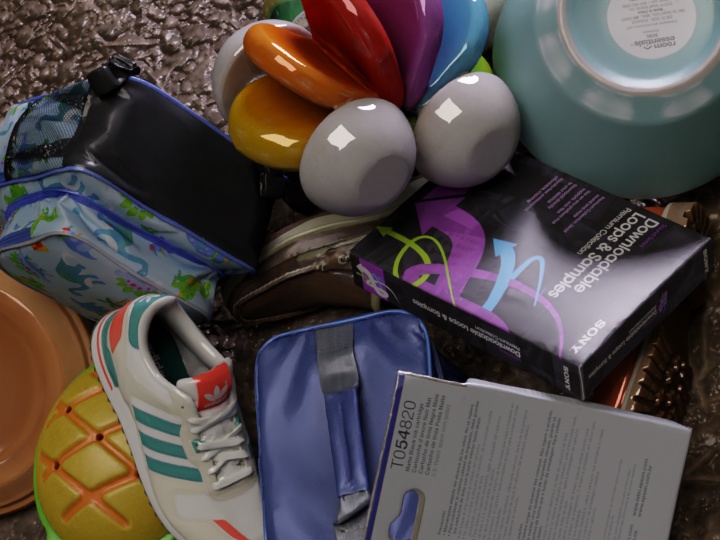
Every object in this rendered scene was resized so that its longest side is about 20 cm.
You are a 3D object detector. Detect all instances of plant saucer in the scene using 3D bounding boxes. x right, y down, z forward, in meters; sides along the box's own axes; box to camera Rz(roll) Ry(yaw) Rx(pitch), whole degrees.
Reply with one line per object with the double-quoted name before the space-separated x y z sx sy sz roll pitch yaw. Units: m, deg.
"plant saucer" -0.289 0.084 1.643 0.199 0.037 0.201 0 92 8

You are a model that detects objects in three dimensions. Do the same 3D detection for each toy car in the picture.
"toy car" 0.006 -0.140 1.490 0.200 0.150 0.175 -15 40 -32

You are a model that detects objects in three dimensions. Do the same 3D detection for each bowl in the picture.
"bowl" 0.186 -0.157 1.495 0.200 0.105 0.201 -1 78 5

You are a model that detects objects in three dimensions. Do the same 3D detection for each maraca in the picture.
"maraca" -0.169 0.153 1.574 0.137 0.107 0.201 2 69 21

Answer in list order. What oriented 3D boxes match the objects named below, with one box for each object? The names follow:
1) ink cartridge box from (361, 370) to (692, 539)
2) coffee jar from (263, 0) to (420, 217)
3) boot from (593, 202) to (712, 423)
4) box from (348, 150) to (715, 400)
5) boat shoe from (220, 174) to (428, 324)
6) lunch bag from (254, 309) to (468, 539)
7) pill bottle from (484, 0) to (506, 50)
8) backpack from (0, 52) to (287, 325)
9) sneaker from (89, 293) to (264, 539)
"ink cartridge box" 0.093 0.174 1.407 0.199 0.041 0.200 13 91 -13
"coffee jar" -0.016 -0.145 1.658 0.104 0.085 0.201 -10 65 12
"boot" 0.169 0.048 1.513 0.107 0.075 0.200 0 60 27
"box" 0.112 -0.007 1.479 0.200 0.036 0.143 27 55 33
"boat shoe" -0.002 -0.003 1.595 0.202 0.075 0.075 -26 58 8
"lunch bag" 0.004 0.134 1.499 0.135 0.132 0.201 -15 62 15
"pill bottle" 0.083 -0.230 1.623 0.111 0.111 0.200 -41 80 0
"backpack" -0.179 -0.046 1.588 0.200 0.183 0.147 -2 63 55
"sneaker" -0.110 0.106 1.497 0.070 0.093 0.200 -25 86 -31
